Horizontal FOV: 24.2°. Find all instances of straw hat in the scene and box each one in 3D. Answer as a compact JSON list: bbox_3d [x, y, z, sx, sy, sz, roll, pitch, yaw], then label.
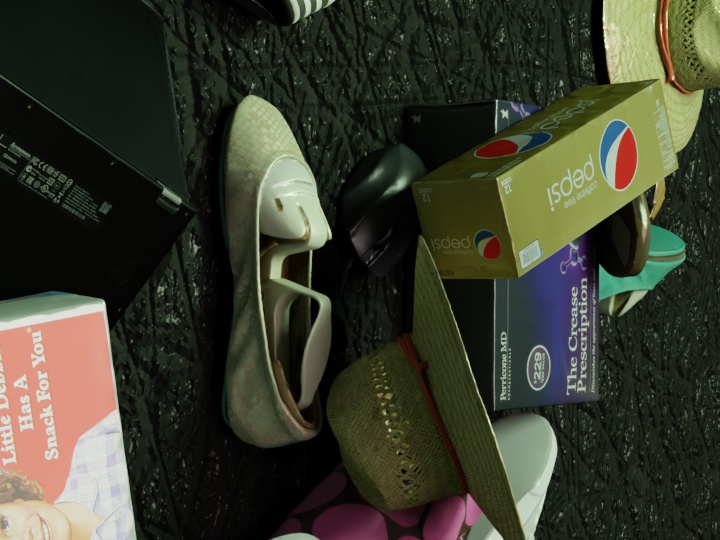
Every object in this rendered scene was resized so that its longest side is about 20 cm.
[{"bbox_3d":[0.026,0.087,0.955,0.201,0.084,0.203,161,-90,-90],"label":"straw hat"},{"bbox_3d":[0.282,-0.194,1.390,0.200,0.084,0.203,-1,91,-55],"label":"straw hat"}]

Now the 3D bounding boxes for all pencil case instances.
[{"bbox_3d":[0.003,0.169,1.006,0.200,0.090,0.094,-35,131,-47],"label":"pencil case"}]

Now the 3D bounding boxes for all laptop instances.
[{"bbox_3d":[-0.179,-0.068,0.808,0.201,0.116,0.187,-54,138,0],"label":"laptop"}]

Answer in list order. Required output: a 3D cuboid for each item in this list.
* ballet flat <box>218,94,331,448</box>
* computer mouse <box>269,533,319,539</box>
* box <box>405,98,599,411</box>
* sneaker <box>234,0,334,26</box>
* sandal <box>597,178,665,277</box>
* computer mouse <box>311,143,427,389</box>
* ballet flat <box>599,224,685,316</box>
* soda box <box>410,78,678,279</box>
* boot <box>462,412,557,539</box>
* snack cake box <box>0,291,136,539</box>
[{"bbox_3d":[-0.042,0.000,0.959,0.067,0.062,0.202,-1,90,-55],"label":"ballet flat"},{"bbox_3d":[-0.097,0.197,0.861,0.199,0.044,0.111,-22,104,-30],"label":"computer mouse"},{"bbox_3d":[0.099,-0.009,1.146,0.141,0.078,0.202,1,89,-50],"label":"box"},{"bbox_3d":[-0.053,-0.230,0.932,0.115,0.075,0.202,-50,132,-45],"label":"sneaker"},{"bbox_3d":[0.191,-0.063,1.223,0.200,0.054,0.082,-96,-172,-67],"label":"sandal"},{"bbox_3d":[0.000,0.000,1.044,0.059,0.034,0.201,55,48,-41],"label":"computer mouse"},{"bbox_3d":[0.185,0.002,1.296,0.199,0.067,0.071,-4,117,-55],"label":"ballet flat"},{"bbox_3d":[0.120,-0.060,1.058,0.199,0.067,0.065,-30,112,-45],"label":"soda box"},{"bbox_3d":[0.085,0.200,1.144,0.201,0.073,0.096,-56,139,-27],"label":"boot"},{"bbox_3d":[-0.164,0.118,0.748,0.114,0.067,0.202,-10,98,-31],"label":"snack cake box"}]
